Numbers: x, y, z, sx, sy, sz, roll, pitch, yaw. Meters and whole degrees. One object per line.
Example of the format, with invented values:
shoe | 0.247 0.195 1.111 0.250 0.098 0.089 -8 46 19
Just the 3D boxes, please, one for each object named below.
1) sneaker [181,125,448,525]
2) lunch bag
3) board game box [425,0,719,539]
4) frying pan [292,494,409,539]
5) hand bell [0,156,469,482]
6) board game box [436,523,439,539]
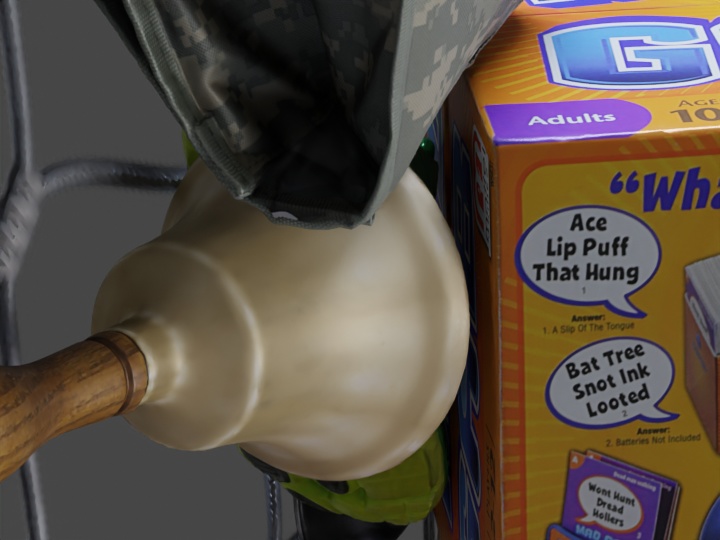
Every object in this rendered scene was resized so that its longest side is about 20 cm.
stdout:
sneaker | 0.000 0.000 0.894 0.084 0.074 0.201 -56 151 -40
lunch bag | -0.002 -0.129 0.753 0.164 0.117 0.201 -54 145 -52
board game box | 0.126 0.013 0.900 0.200 0.199 0.201 -102 -170 -66
frying pan | -0.005 0.084 1.004 0.115 0.031 0.191 55 46 -63
hand bell | -0.068 0.026 0.734 0.200 0.104 0.105 -19 119 -54
board game box | 0.110 0.102 1.102 0.097 0.158 0.201 -98 -169 -66
